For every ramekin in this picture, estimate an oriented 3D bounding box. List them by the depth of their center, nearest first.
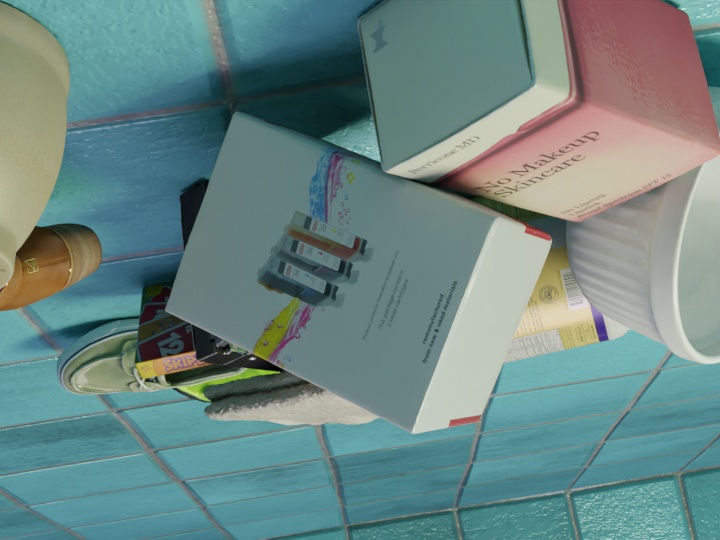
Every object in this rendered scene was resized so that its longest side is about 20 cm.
[{"bbox_3d":[0.238,-0.041,0.933,0.104,0.203,0.199,18,-178,40],"label":"ramekin"}]

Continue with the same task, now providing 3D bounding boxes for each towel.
[{"bbox_3d":[-0.025,0.102,1.022,0.131,0.035,0.199,8,164,-39],"label":"towel"}]

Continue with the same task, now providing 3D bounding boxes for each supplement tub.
[{"bbox_3d":[0.121,0.006,1.077,0.197,0.147,0.145,-13,160,12],"label":"supplement tub"}]

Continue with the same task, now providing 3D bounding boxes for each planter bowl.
[{"bbox_3d":[-0.268,-0.057,0.745,0.197,0.137,0.201,-9,161,-3],"label":"planter bowl"}]

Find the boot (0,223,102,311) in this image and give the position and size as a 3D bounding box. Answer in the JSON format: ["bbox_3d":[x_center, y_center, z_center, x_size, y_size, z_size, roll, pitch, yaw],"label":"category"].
[{"bbox_3d":[-0.302,0.012,0.906,0.197,0.078,0.155,-5,-172,21],"label":"boot"}]

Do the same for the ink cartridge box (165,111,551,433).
[{"bbox_3d":[0.000,0.000,0.850,0.198,0.146,0.145,25,-173,22],"label":"ink cartridge box"}]

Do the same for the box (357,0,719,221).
[{"bbox_3d":[0.115,-0.115,0.795,0.198,0.110,0.127,9,154,-43],"label":"box"}]

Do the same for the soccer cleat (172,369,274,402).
[{"bbox_3d":[-0.159,0.114,1.378,0.080,0.069,0.199,-7,166,38],"label":"soccer cleat"}]

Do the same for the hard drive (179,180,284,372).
[{"bbox_3d":[-0.057,0.014,1.028,0.038,0.142,0.199,-24,156,38],"label":"hard drive"}]

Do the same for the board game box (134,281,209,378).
[{"bbox_3d":[-0.104,0.036,1.136,0.197,0.096,0.030,-10,134,6],"label":"board game box"}]

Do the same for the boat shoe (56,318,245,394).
[{"bbox_3d":[-0.204,0.086,1.247,0.197,0.062,0.073,-15,124,-4],"label":"boat shoe"}]
